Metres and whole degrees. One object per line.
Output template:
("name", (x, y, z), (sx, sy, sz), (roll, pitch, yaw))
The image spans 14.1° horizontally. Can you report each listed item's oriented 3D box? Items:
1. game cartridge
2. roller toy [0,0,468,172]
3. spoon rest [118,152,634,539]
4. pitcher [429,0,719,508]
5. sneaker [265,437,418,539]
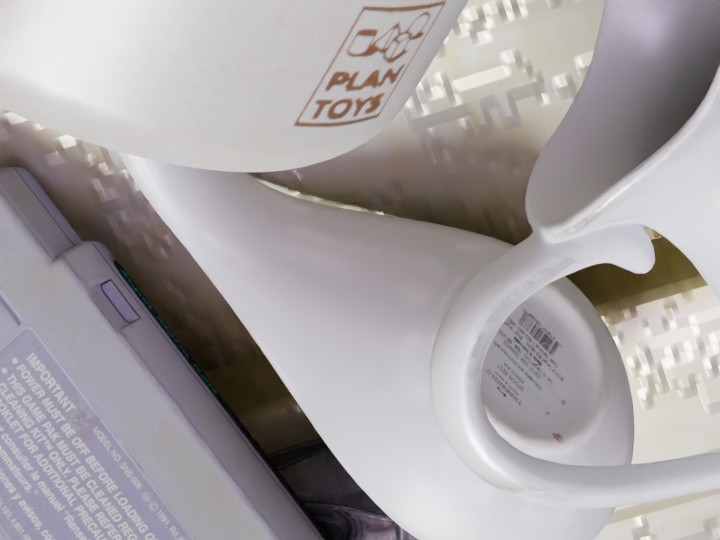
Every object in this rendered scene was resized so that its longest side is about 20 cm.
("game cartridge", (-0.081, 0.084, 0.829), (0.130, 0.038, 0.200), (-40, 83, 16))
("roller toy", (-0.049, -0.115, 0.678), (0.182, 0.200, 0.140), (21, 117, -17))
("spoon rest", (0.000, 0.000, 0.806), (0.200, 0.099, 0.061), (47, 141, -9))
("pitcher", (0.129, 0.010, 0.741), (0.200, 0.121, 0.172), (30, 94, -19))
("sneaker", (0.004, 0.131, 0.876), (0.098, 0.071, 0.201), (-5, 116, 3))
